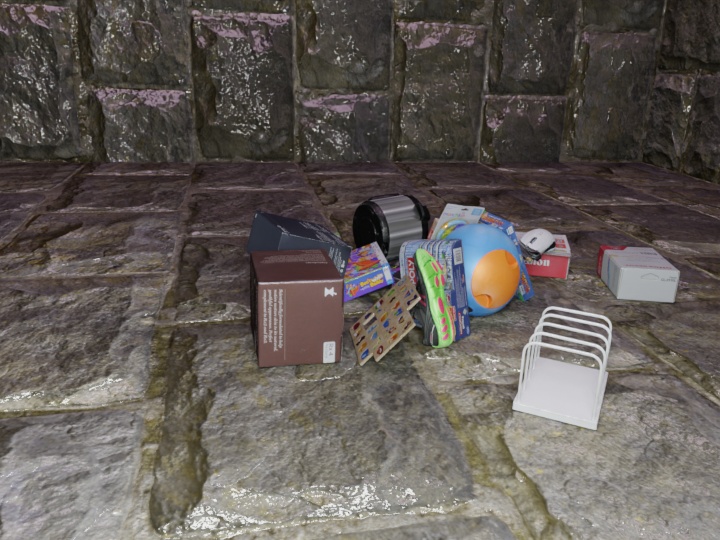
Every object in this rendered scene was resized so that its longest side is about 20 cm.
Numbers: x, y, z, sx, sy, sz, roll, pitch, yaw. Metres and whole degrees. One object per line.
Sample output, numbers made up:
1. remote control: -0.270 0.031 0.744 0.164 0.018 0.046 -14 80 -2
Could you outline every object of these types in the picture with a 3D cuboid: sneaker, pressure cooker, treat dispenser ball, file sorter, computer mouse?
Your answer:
1. sneaker: 0.130 0.056 1.346 0.082 0.205 0.076 -18 -14 35
2. pressure cooker: 0.095 -0.117 1.863 0.196 0.183 0.175 -12 27 -30
3. treat dispenser ball: 0.259 -0.001 1.494 0.195 0.206 0.201 2 18 -1
4. file sorter: 0.357 0.157 1.162 0.136 0.128 0.199 10 20 23
5. computer mouse: 0.439 -0.075 1.695 0.109 0.045 0.198 34 31 27

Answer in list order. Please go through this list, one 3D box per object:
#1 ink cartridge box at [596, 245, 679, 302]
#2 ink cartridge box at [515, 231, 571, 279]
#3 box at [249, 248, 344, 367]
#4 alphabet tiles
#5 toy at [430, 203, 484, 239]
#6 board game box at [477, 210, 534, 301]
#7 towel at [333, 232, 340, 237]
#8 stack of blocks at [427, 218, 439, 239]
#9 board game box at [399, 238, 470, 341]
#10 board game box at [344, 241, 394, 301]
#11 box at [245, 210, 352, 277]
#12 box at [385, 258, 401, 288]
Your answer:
1. ink cartridge box: 0.701 0.006 1.711 0.142 0.085 0.201 4 19 4
2. ink cartridge box: 0.461 -0.039 1.816 0.194 0.086 0.176 5 21 10
3. box: -0.129 0.066 1.308 0.160 0.170 0.200 -1 18 -13
4. alphabet tiles: 0.050 0.099 1.304 0.008 0.167 0.200 43 8 -19
5. toy: 0.219 -0.060 1.599 0.113 0.203 0.048 1 41 -31
6. board game box: 0.345 -0.037 1.623 0.034 0.203 0.135 -29 25 -10
7. towel: -0.118 -0.043 1.786 0.146 0.031 0.200 -21 16 6
8. stack of blocks: 0.265 -0.052 1.707 0.195 0.117 0.059 10 26 -20
9. board game box: 0.134 0.039 1.445 0.061 0.206 0.197 -13 9 -42
10. board game box: 0.000 0.000 1.645 0.132 0.046 0.200 -21 20 -1
11. box: -0.147 -0.049 1.553 0.178 0.107 0.200 12 13 -29
12. box: 0.138 0.010 1.716 0.140 0.037 0.199 12 20 26
